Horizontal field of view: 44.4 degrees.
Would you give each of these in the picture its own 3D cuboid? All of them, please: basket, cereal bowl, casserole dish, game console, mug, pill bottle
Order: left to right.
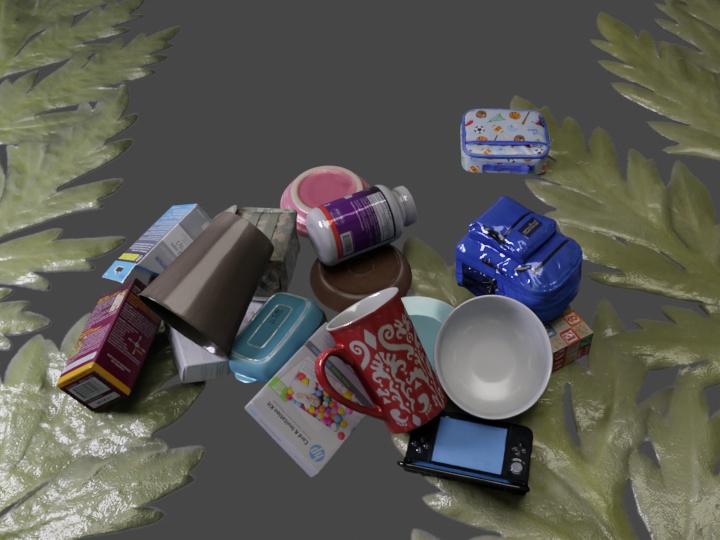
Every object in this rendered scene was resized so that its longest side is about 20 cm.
[{"bbox_3d":[-0.244,0.015,1.494,0.179,0.136,0.201,36,71,-7],"label":"basket"},{"bbox_3d":[-0.149,0.106,1.511,0.120,0.039,0.201,13,50,34],"label":"casserole dish"},{"bbox_3d":[0.003,-0.092,1.669,0.197,0.113,0.113,-22,50,-18],"label":"pill bottle"},{"bbox_3d":[0.030,0.157,1.420,0.176,0.202,0.134,-28,8,5],"label":"mug"},{"bbox_3d":[0.168,0.274,1.366,0.197,0.117,0.177,10,48,10],"label":"game console"},{"bbox_3d":[0.220,0.147,1.472,0.196,0.083,0.204,-1,79,7],"label":"cereal bowl"}]

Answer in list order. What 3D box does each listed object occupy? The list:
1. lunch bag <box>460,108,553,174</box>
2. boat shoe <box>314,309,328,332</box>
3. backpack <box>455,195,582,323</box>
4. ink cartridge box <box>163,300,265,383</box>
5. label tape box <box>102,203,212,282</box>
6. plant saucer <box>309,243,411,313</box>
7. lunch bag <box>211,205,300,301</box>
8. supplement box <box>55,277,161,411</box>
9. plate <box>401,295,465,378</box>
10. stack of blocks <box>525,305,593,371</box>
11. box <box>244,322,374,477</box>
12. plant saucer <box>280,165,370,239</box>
[{"bbox_3d":[0.314,-0.275,1.902,0.196,0.076,0.162,1,49,4],"label":"lunch bag"},{"bbox_3d":[-0.111,0.155,1.526,0.064,0.074,0.202,-3,44,28],"label":"boat shoe"},{"bbox_3d":[0.277,-0.015,1.517,0.199,0.169,0.162,35,64,29],"label":"backpack"},{"bbox_3d":[-0.243,0.116,1.590,0.197,0.058,0.164,-2,43,-29],"label":"ink cartridge box"},{"bbox_3d":[-0.379,-0.035,1.657,0.201,0.066,0.143,-50,24,-19],"label":"label tape box"},{"bbox_3d":[0.000,0.000,1.684,0.196,0.035,0.202,-2,46,2],"label":"plant saucer"},{"bbox_3d":[-0.224,-0.037,1.664,0.196,0.119,0.165,3,38,7],"label":"lunch bag"},{"bbox_3d":[-0.423,0.126,1.515,0.109,0.086,0.202,-24,35,35],"label":"supplement box"},{"bbox_3d":[0.101,0.128,1.566,0.196,0.026,0.202,-2,47,2],"label":"plate"},{"bbox_3d":[0.306,0.083,1.577,0.114,0.059,0.201,-22,50,-17],"label":"stack of blocks"},{"bbox_3d":[-0.068,0.207,1.441,0.156,0.041,0.200,45,58,0],"label":"box"},{"bbox_3d":[-0.068,-0.148,1.812,0.197,0.051,0.203,-1,46,1],"label":"plant saucer"}]
